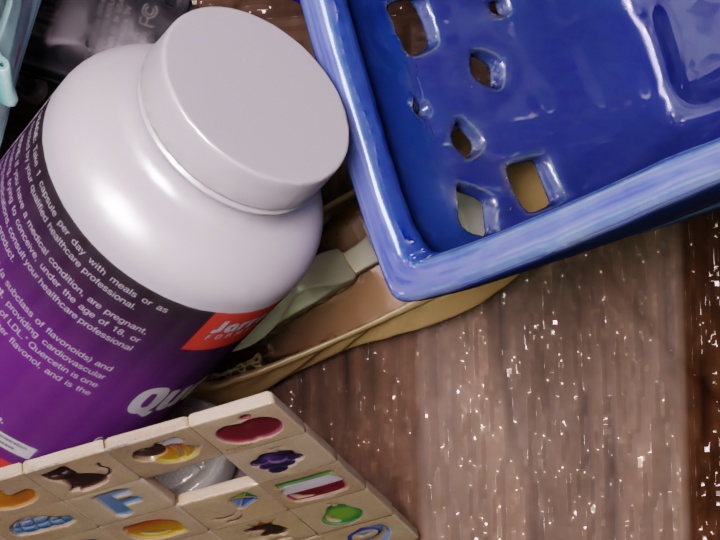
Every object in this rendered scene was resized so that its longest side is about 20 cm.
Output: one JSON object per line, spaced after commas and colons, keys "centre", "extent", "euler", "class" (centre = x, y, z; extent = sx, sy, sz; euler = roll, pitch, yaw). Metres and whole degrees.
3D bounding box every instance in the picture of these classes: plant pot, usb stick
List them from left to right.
{"centre": [-0.166, -0.117, 1.074], "extent": [0.200, 0.033, 0.056], "euler": [16, 83, -8], "class": "usb stick"}
{"centre": [0.108, -0.113, 0.940], "extent": [0.200, 0.180, 0.200], "euler": [-21, 81, 39], "class": "plant pot"}

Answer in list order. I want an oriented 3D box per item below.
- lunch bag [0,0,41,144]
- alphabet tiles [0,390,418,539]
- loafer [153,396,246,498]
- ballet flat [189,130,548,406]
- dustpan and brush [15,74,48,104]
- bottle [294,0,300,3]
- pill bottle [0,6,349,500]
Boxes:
{"centre": [-0.197, -0.101, 0.964], "extent": [0.160, 0.077, 0.200], "euler": [7, 51, 4], "class": "lunch bag"}
{"centre": [-0.096, 0.103, 1.017], "extent": [0.200, 0.167, 0.008], "euler": [-16, 63, 14], "class": "alphabet tiles"}
{"centre": [-0.134, 0.095, 1.077], "extent": [0.200, 0.063, 0.072], "euler": [-5, 56, 24], "class": "loafer"}
{"centre": [0.000, 0.000, 1.044], "extent": [0.200, 0.063, 0.069], "euler": [-31, 80, 11], "class": "ballet flat"}
{"centre": [-0.203, -0.150, 1.117], "extent": [0.140, 0.057, 0.200], "euler": [-43, 72, 21], "class": "dustpan and brush"}
{"centre": [0.001, -0.206, 1.042], "extent": [0.065, 0.084, 0.200], "euler": [25, 95, 15], "class": "bottle"}
{"centre": [-0.090, -0.006, 0.958], "extent": [0.112, 0.112, 0.200], "euler": [54, 130, 11], "class": "pill bottle"}
